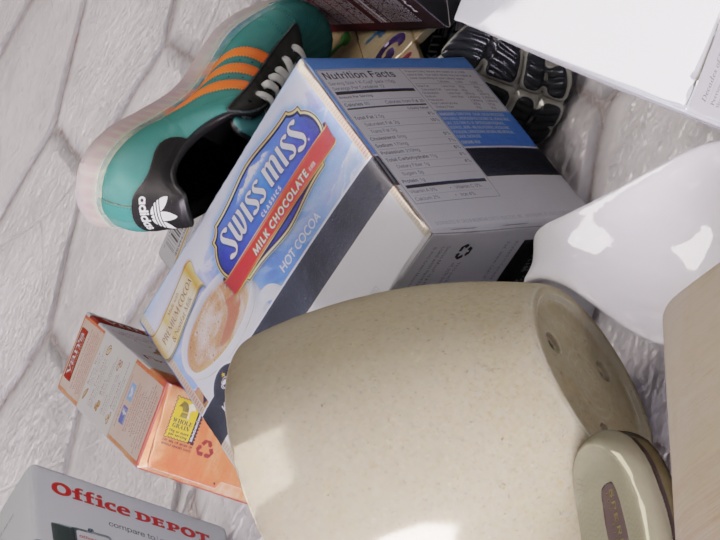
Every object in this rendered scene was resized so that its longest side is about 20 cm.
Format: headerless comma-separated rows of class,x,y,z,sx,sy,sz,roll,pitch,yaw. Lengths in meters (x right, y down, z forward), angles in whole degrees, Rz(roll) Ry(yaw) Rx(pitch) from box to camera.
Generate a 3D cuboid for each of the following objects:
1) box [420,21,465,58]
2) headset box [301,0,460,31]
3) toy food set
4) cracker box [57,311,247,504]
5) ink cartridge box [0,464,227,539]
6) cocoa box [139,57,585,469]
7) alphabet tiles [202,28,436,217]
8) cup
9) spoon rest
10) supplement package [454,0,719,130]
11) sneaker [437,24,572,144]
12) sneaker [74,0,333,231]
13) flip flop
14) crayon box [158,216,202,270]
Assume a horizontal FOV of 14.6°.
box,0.026,-0.085,1.672,0.158,0.050,0.201,11,82,68
headset box,0.021,-0.216,1.598,0.149,0.077,0.200,-56,21,-12
toy food set,0.201,0.044,1.160,0.200,0.060,0.144,-39,36,39
cracker box,-0.092,0.089,1.695,0.058,0.133,0.200,-69,22,3
ink cartridge box,-0.151,0.227,1.705,0.083,0.146,0.200,-57,27,27
cocoa box,0.000,0.000,1.499,0.131,0.133,0.200,53,127,28
alphabet tiles,-0.021,-0.102,1.611,0.200,0.006,0.167,-43,22,13
cup,0.052,0.085,1.324,0.143,0.200,0.201,-31,38,22
spoon rest,0.134,-0.006,1.340,0.200,0.060,0.100,-19,55,64
supplement package,0.161,-0.173,1.279,0.155,0.111,0.201,27,97,45
sneaker,0.094,-0.134,1.552,0.200,0.077,0.080,-56,7,22
sneaker,-0.066,-0.081,1.560,0.080,0.072,0.200,15,45,36
flip flop,0.115,0.166,1.204,0.081,0.057,0.201,-35,61,55
crayon box,-0.058,-0.031,1.691,0.126,0.051,0.200,-67,20,10
